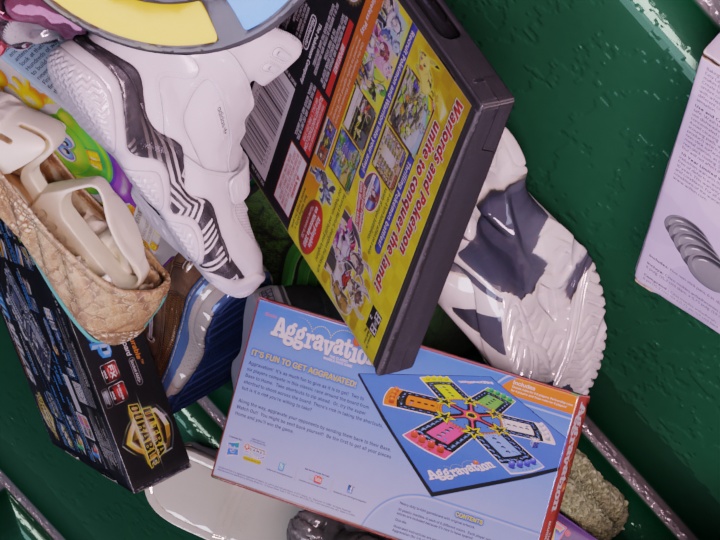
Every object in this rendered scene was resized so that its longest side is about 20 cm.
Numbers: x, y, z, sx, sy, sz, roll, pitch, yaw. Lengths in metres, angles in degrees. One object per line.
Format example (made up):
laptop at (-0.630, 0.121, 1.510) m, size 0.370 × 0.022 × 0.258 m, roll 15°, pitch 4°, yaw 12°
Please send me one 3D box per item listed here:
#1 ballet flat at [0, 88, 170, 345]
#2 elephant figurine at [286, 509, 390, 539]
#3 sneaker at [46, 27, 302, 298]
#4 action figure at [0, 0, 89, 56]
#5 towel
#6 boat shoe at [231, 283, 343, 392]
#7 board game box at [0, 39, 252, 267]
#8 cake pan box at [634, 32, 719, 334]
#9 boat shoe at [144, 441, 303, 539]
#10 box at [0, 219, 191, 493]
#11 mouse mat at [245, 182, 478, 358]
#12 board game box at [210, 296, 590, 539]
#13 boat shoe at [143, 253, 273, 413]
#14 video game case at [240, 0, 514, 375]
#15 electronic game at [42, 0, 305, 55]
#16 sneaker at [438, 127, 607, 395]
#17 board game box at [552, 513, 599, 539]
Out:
ballet flat at (-0.176, -0.049, 1.648) m, size 0.065 × 0.071 × 0.200 m, roll -31°, pitch 108°, yaw 32°
elephant figurine at (0.021, 0.219, 1.811) m, size 0.200 × 0.154 × 0.142 m, roll -144°, pitch 36°, yaw -74°
sneaker at (-0.075, -0.076, 1.565) m, size 0.075 × 0.115 × 0.200 m, roll 41°, pitch 169°, yaw 46°
action figure at (-0.162, -0.183, 1.564) m, size 0.200 × 0.148 × 0.134 m, roll -52°, pitch 52°, yaw 30°
towel at (0.079, 0.094, 1.659) m, size 0.148 × 0.037 × 0.200 m, roll 32°, pitch 175°, yaw 22°
boat shoe at (-0.043, 0.067, 1.809) m, size 0.200 × 0.056 × 0.069 m, roll 104°, pitch 153°, yaw -64°
board game box at (-0.160, -0.108, 1.706) m, size 0.200 × 0.105 × 0.103 m, roll 39°, pitch 149°, yaw 9°
cake pan box at (0.237, -0.010, 1.416) m, size 0.199 × 0.052 × 0.185 m, roll 33°, pitch 149°, yaw 18°
boat shoe at (-0.050, 0.177, 1.979) m, size 0.199 × 0.073 × 0.062 m, roll 30°, pitch -170°, yaw 10°
box at (-0.186, 0.031, 1.876) m, size 0.159 × 0.046 × 0.201 m, roll 18°, pitch 130°, yaw 64°
mouse mat at (0.000, 0.000, 1.743) m, size 0.161 × 0.008 × 0.200 m, roll 46°, pitch 150°, yaw -4°
board game box at (0.019, 0.089, 1.569) m, size 0.199 × 0.104 × 0.019 m, roll 17°, pitch -177°, yaw 28°
boat shoe at (-0.104, 0.024, 1.841) m, size 0.073 × 0.072 × 0.200 m, roll 53°, pitch 152°, yaw 14°
video game case at (0.001, -0.077, 1.527) m, size 0.181 × 0.025 × 0.201 m, roll 57°, pitch 145°, yaw 32°
electronic game at (-0.100, -0.195, 1.397) m, size 0.199 × 0.042 × 0.201 m, roll 10°, pitch 122°, yaw 16°
sneaker at (0.050, -0.010, 1.612) m, size 0.129 × 0.080 × 0.200 m, roll 19°, pitch 151°, yaw 50°
board game box at (0.073, 0.148, 1.689) m, size 0.199 × 0.057 × 0.165 m, roll 35°, pitch 173°, yaw -17°
